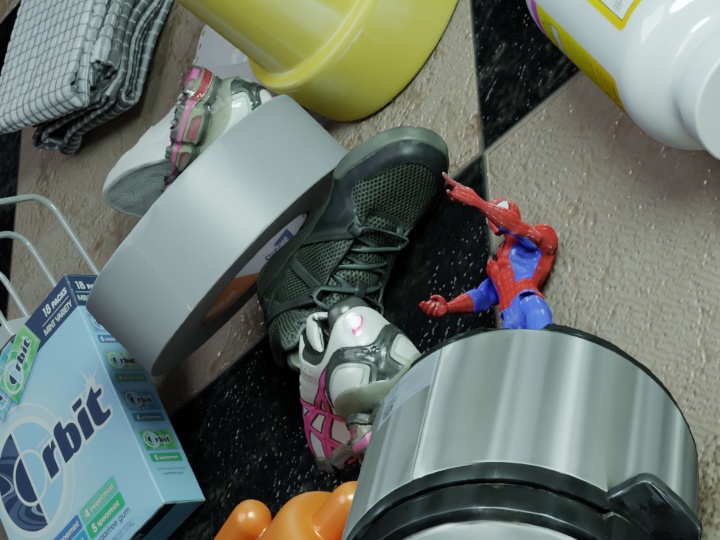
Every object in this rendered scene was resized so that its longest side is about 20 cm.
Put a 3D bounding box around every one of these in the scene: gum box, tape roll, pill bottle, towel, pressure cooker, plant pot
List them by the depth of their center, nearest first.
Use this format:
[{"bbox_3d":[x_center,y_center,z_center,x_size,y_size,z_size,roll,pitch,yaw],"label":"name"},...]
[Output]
[{"bbox_3d":[0.072,0.143,1.033,0.200,0.177,0.177,-72,-13,-58],"label":"pressure cooker"},{"bbox_3d":[0.170,-0.132,1.173,0.105,0.104,0.200,-58,31,16],"label":"pill bottle"},{"bbox_3d":[-0.093,-0.023,1.457,0.200,0.066,0.200,-46,-6,-6],"label":"tape roll"},{"bbox_3d":[-0.051,-0.232,1.517,0.200,0.188,0.202,-36,43,42],"label":"plant pot"},{"bbox_3d":[-0.212,0.134,1.613,0.170,0.044,0.201,-46,59,33],"label":"gum box"},{"bbox_3d":[-0.237,-0.210,1.916,0.165,0.085,0.202,-18,55,52],"label":"towel"}]

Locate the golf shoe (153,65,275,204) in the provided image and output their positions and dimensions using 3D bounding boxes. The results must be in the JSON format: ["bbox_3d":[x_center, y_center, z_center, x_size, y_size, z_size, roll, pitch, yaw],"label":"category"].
[{"bbox_3d":[-0.105,-0.055,1.599,0.073,0.091,0.201,-77,4,-47],"label":"golf shoe"}]

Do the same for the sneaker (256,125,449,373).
[{"bbox_3d":[0.000,0.000,1.396,0.200,0.076,0.115,-48,37,36],"label":"sneaker"}]

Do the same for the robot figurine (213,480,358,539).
[{"bbox_3d":[-0.030,0.210,1.262,0.201,0.143,0.117,-55,10,21],"label":"robot figurine"}]

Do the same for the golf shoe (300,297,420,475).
[{"bbox_3d":[0.001,0.065,1.279,0.093,0.072,0.200,62,165,6],"label":"golf shoe"}]

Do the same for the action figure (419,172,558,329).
[{"bbox_3d":[0.075,0.026,1.234,0.065,0.098,0.201,-48,32,36],"label":"action figure"}]

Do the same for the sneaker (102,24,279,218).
[{"bbox_3d":[-0.120,-0.123,1.684,0.199,0.073,0.116,-27,47,36],"label":"sneaker"}]

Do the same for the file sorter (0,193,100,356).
[{"bbox_3d":[-0.314,0.051,1.766,0.200,0.138,0.125,-47,71,33],"label":"file sorter"}]
